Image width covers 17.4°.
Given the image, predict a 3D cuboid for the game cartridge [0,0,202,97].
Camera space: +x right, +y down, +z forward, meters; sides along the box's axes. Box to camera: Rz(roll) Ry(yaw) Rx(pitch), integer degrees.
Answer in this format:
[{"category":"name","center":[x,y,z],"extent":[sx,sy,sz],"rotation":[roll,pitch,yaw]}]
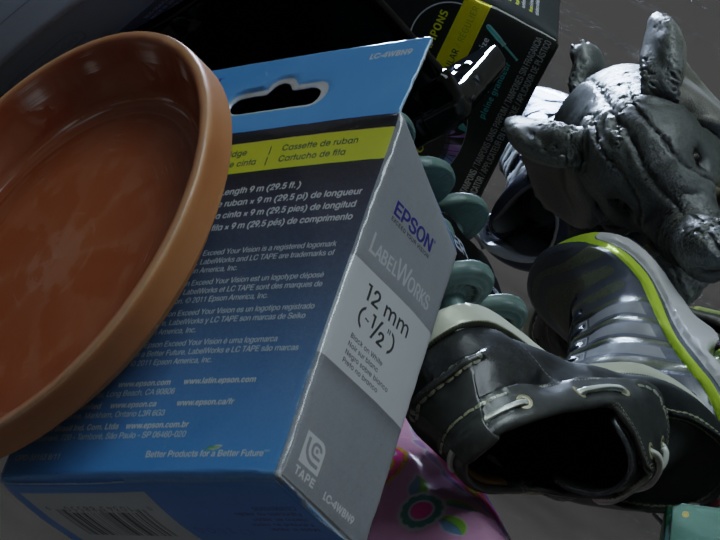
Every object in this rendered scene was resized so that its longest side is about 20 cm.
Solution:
[{"category":"game cartridge","center":[-0.116,-0.105,1.085],"extent":[0.133,0.200,0.041],"rotation":[-2,64,-50]}]

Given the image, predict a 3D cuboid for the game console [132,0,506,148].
[{"category":"game console","center":[-0.052,-0.083,1.130],"extent":[0.116,0.200,0.176],"rotation":[60,21,-9]}]

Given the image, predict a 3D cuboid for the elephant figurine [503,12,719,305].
[{"category":"elephant figurine","center":[0.150,-0.063,1.236],"extent":[0.155,0.142,0.200],"rotation":[17,-7,17]}]

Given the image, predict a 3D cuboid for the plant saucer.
[{"category":"plant saucer","center":[-0.127,-0.007,0.947],"extent":[0.032,0.200,0.200],"rotation":[39,12,-35]}]

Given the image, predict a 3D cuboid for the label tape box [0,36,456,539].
[{"category":"label tape box","center":[-0.041,0.011,0.930],"extent":[0.143,0.200,0.066],"rotation":[-5,-38,37]}]

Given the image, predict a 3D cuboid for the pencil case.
[{"category":"pencil case","center":[0.026,0.123,0.963],"extent":[0.087,0.087,0.200],"rotation":[12,26,-30]}]

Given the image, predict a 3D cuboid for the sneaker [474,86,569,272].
[{"category":"sneaker","center":[0.106,-0.059,1.442],"extent":[0.108,0.070,0.200],"rotation":[11,30,-35]}]

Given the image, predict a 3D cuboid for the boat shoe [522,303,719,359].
[{"category":"boat shoe","center":[0.187,0.058,1.260],"extent":[0.201,0.072,0.061],"rotation":[15,-1,-7]}]

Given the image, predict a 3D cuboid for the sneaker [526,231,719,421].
[{"category":"sneaker","center":[0.122,0.044,1.132],"extent":[0.081,0.074,0.200],"rotation":[-19,30,-14]}]

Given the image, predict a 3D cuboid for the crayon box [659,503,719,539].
[{"category":"crayon box","center":[0.214,0.168,0.938],"extent":[0.200,0.058,0.119],"rotation":[6,61,5]}]

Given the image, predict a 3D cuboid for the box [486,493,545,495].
[{"category":"box","center":[0.046,0.080,1.122],"extent":[0.200,0.039,0.041],"rotation":[6,30,-39]}]

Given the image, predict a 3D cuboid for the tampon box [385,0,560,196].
[{"category":"tampon box","center":[-0.002,-0.131,1.379],"extent":[0.200,0.150,0.126],"rotation":[24,22,-4]}]

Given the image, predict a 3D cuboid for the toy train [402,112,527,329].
[{"category":"toy train","center":[0.000,0.000,1.075],"extent":[0.200,0.114,0.085],"rotation":[42,24,-60]}]

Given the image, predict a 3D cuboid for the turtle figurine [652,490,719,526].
[{"category":"turtle figurine","center":[0.188,0.164,1.028],"extent":[0.200,0.101,0.150],"rotation":[45,30,25]}]

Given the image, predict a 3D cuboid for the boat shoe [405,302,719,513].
[{"category":"boat shoe","center":[0.093,0.074,0.970],"extent":[0.200,0.072,0.068],"rotation":[21,21,-45]}]
